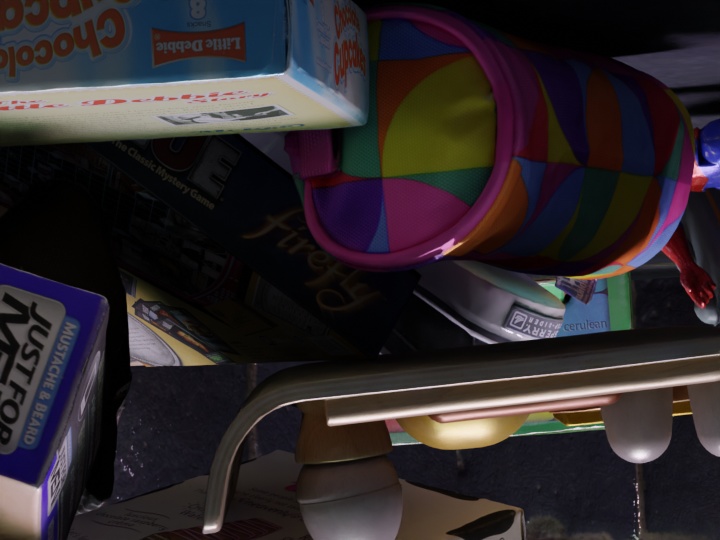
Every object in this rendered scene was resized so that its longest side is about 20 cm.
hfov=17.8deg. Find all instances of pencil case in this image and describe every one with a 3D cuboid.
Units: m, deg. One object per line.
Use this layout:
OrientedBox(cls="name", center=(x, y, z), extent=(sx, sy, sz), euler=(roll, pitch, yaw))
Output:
OrientedBox(cls="pencil case", center=(0.046, -0.037, 0.753), extent=(0.088, 0.089, 0.200), euler=(-3, 176, 23))

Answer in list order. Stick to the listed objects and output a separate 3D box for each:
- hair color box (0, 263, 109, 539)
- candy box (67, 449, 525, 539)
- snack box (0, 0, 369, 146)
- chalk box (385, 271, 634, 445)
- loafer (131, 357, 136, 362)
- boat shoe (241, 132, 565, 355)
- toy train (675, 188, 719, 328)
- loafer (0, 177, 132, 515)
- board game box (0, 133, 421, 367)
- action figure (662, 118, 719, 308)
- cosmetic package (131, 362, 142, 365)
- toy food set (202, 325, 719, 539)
OrientedBox(cls="hair color box", center=(-0.175, 0.025, 0.661), extent=(0.198, 0.065, 0.109), euler=(16, 154, 0))
OrientedBox(cls="candy box", center=(-0.060, 0.119, 0.740), extent=(0.199, 0.062, 0.136), euler=(-16, -165, -37))
OrientedBox(cls="snack box", center=(-0.104, -0.057, 0.625), extent=(0.198, 0.037, 0.116), euler=(-3, 177, 10))
OrientedBox(cls="chalk box", center=(0.062, 0.010, 1.054), extent=(0.123, 0.125, 0.200), euler=(-4, -174, 5))
OrientedBox(cls="loafer", center=(-0.108, 0.007, 1.076), extent=(0.198, 0.073, 0.073), euler=(1, -150, 22))
OrientedBox(cls="boat shoe", center=(0.000, 0.000, 0.885), extent=(0.071, 0.068, 0.200), euler=(18, -166, -43))
OrientedBox(cls="toy train", center=(0.197, 0.007, 0.975), extent=(0.113, 0.201, 0.086), euler=(-12, 134, -4))
OrientedBox(cls="loafer", center=(-0.105, 0.029, 0.784), extent=(0.073, 0.072, 0.200), euler=(21, 156, -6))
OrientedBox(cls="board game box", center=(-0.081, -0.018, 0.798), extent=(0.135, 0.035, 0.200), euler=(37, 162, -21))
OrientedBox(cls="action figure", center=(0.153, -0.026, 0.925), extent=(0.198, 0.100, 0.065), euler=(-1, 146, 18))
OrientedBox(cls="cosmetic package", center=(-0.103, 0.005, 1.346), extent=(0.087, 0.104, 0.199), euler=(-2, 176, -44))
OrientedBox(cls="toy food set", center=(0.050, 0.055, 0.727), extent=(0.198, 0.061, 0.144), euler=(-6, 180, -1))
